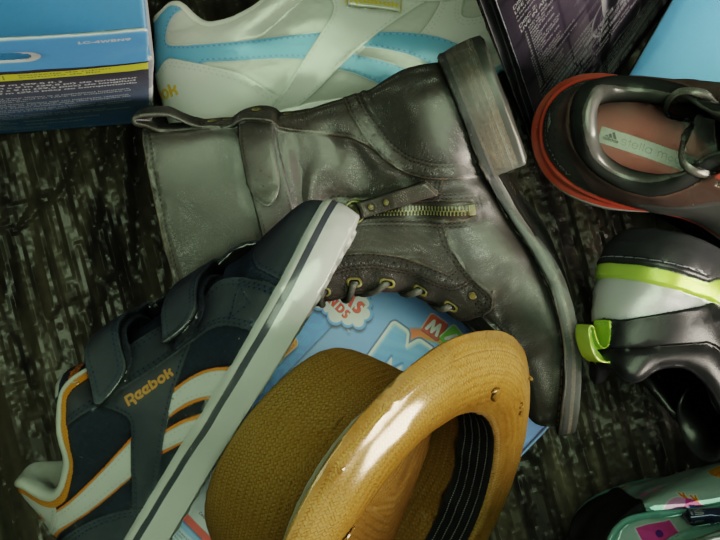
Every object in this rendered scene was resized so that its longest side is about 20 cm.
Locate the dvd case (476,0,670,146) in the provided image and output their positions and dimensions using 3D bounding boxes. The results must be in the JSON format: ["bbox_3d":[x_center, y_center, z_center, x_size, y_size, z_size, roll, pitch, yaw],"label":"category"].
[{"bbox_3d":[0.110,-0.145,0.882,0.016,0.200,0.149,34,82,21],"label":"dvd case"}]

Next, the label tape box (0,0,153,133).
[{"bbox_3d":[-0.161,-0.104,0.845,0.142,0.200,0.067,-4,84,-6],"label":"label tape box"}]

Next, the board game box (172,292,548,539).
[{"bbox_3d":[-0.029,0.087,0.923,0.151,0.037,0.200,45,83,-1],"label":"board game box"}]

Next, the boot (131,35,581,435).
[{"bbox_3d":[0.000,0.000,0.888,0.173,0.069,0.202,-18,100,5],"label":"boot"}]

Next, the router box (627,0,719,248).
[{"bbox_3d":[0.225,-0.064,0.939,0.199,0.051,0.150,30,88,5],"label":"router box"}]

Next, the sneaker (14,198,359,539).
[{"bbox_3d":[-0.079,0.042,0.840,0.079,0.078,0.201,33,107,0],"label":"sneaker"}]

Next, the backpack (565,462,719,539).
[{"bbox_3d":[0.207,0.167,0.881,0.198,0.153,0.177,-11,90,-12],"label":"backpack"}]

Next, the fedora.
[{"bbox_3d":[-0.008,0.097,0.835,0.082,0.201,0.201,33,81,25],"label":"fedora"}]

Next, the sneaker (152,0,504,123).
[{"bbox_3d":[0.001,-0.111,0.922,0.198,0.077,0.081,-17,96,-7],"label":"sneaker"}]

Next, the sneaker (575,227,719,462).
[{"bbox_3d":[0.171,0.051,0.905,0.199,0.072,0.083,26,75,-29],"label":"sneaker"}]

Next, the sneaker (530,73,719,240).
[{"bbox_3d":[0.176,-0.044,0.868,0.198,0.082,0.078,7,86,-2],"label":"sneaker"}]
